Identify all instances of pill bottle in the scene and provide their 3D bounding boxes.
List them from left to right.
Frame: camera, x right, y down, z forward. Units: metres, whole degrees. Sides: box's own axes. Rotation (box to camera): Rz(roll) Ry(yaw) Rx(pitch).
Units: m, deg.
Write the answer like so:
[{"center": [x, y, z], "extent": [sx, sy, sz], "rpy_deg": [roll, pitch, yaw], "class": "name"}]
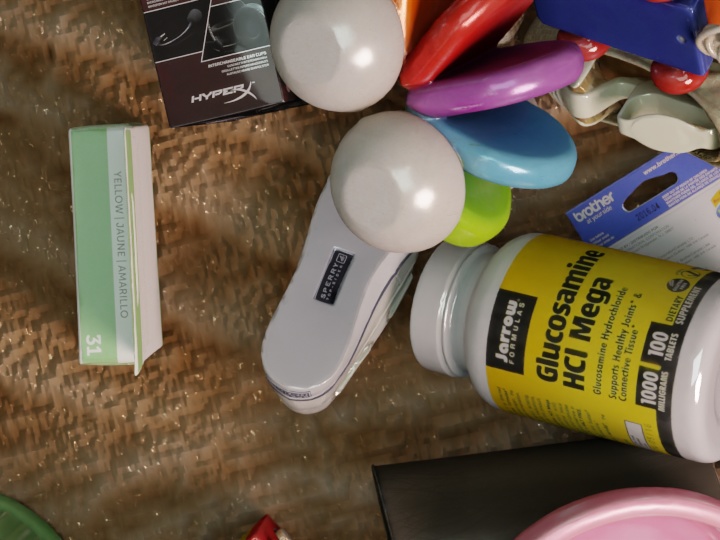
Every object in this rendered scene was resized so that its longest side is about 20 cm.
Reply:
[{"center": [0.136, 0.040, 1.526], "extent": [0.200, 0.112, 0.113], "rpy_deg": [13, 94, 28], "class": "pill bottle"}]

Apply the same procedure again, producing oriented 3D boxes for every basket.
[{"center": [0.121, 0.172, 1.548], "extent": [0.199, 0.136, 0.181], "rpy_deg": [-15, 128, -2], "class": "basket"}]

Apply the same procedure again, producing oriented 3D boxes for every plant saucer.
[{"center": [0.147, 0.203, 1.469], "extent": [0.200, 0.051, 0.201], "rpy_deg": [-7, 120, -11], "class": "plant saucer"}]

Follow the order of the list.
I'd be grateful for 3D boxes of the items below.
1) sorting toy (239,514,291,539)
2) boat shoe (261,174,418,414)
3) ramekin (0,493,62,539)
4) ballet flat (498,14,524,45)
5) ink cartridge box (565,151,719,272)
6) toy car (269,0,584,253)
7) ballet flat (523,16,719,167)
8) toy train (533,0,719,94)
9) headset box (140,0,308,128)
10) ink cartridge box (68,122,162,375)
[{"center": [-0.032, 0.245, 1.527], "extent": [0.070, 0.200, 0.199], "rpy_deg": [-41, 90, 7], "class": "sorting toy"}, {"center": [0.000, 0.000, 1.579], "extent": [0.071, 0.070, 0.200], "rpy_deg": [19, 69, 13], "class": "boat shoe"}, {"center": [-0.272, 0.238, 1.593], "extent": [0.199, 0.098, 0.201], "rpy_deg": [0, 94, 4], "class": "ramekin"}, {"center": [0.071, -0.238, 1.577], "extent": [0.067, 0.046, 0.201], "rpy_deg": [-13, 86, 35], "class": "ballet flat"}, {"center": [0.228, 0.016, 1.560], "extent": [0.119, 0.042, 0.200], "rpy_deg": [-33, 93, 30], "class": "ink cartridge box"}, {"center": [0.056, -0.116, 1.471], "extent": [0.150, 0.175, 0.200], "rpy_deg": [-19, 98, 32], "class": "toy car"}, {"center": [0.160, -0.109, 1.514], "extent": [0.062, 0.200, 0.068], "rpy_deg": [-37, 129, -31], "class": "ballet flat"}, {"center": [0.204, -0.165, 1.456], "extent": [0.200, 0.085, 0.116], "rpy_deg": [23, 56, 37], "class": "toy train"}, {"center": [-0.086, -0.192, 1.531], "extent": [0.077, 0.149, 0.201], "rpy_deg": [-11, 92, 11], "class": "headset box"}, {"center": [-0.150, -0.015, 1.521], "extent": [0.048, 0.200, 0.146], "rpy_deg": [-3, 93, 1], "class": "ink cartridge box"}]
